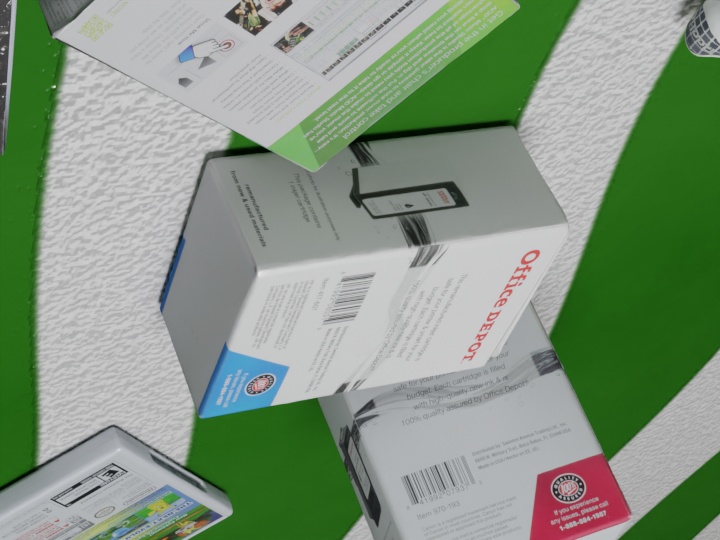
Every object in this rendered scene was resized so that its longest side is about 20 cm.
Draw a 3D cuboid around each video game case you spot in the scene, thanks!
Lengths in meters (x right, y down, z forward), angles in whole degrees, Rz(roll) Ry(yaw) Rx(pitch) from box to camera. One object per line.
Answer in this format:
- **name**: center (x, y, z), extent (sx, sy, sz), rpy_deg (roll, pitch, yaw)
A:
- **video game case**: center (-0.215, 0.192, 1.098), extent (0.199, 0.022, 0.182), rpy_deg (-30, 150, 7)

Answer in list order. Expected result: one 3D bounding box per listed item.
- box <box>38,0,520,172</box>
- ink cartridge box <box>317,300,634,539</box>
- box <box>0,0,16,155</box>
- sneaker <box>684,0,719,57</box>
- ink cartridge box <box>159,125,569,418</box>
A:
- **box**: center (-0.031, -0.127, 0.712), extent (0.144, 0.036, 0.200), rpy_deg (-37, 147, 20)
- **ink cartridge box**: center (0.064, 0.108, 0.992), extent (0.144, 0.201, 0.084), rpy_deg (-16, 153, -15)
- **box**: center (-0.237, -0.098, 0.590), extent (0.199, 0.049, 0.159), rpy_deg (-11, 148, -24)
- **sneaker**: center (0.278, -0.147, 0.889), extent (0.199, 0.077, 0.080), rpy_deg (5, 151, -34)
- **ink cartridge box**: center (0.000, 0.000, 0.886), extent (0.199, 0.085, 0.146), rpy_deg (-9, 146, -28)
